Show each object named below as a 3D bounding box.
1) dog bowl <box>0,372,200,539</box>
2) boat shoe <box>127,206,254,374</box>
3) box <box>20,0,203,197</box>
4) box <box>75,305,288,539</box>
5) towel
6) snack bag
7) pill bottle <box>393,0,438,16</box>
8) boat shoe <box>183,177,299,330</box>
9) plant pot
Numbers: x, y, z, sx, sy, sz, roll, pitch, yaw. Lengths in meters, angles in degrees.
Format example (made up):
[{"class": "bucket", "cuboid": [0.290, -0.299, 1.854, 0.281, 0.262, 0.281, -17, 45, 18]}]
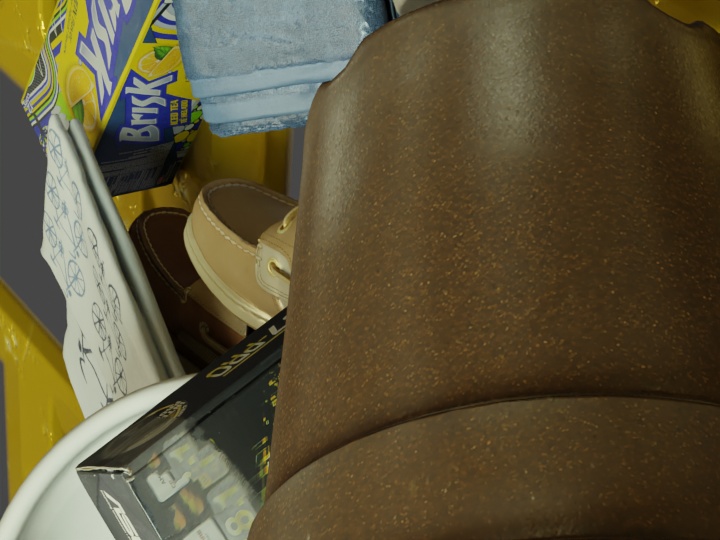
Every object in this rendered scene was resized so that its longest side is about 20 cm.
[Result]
[{"class": "dog bowl", "cuboid": [-0.052, 0.142, 0.774, 0.079, 0.198, 0.202, 144, 108, -81]}, {"class": "boat shoe", "cuboid": [-0.042, 0.029, 0.897, 0.200, 0.075, 0.072, 46, 132, 31]}, {"class": "box", "cuboid": [-0.104, -0.115, 0.933, 0.071, 0.064, 0.200, 62, 147, 19]}, {"class": "box", "cuboid": [0.013, 0.108, 0.695, 0.049, 0.161, 0.201, -7, 115, 59]}, {"class": "towel", "cuboid": [-0.037, -0.157, 0.791, 0.111, 0.048, 0.202, -2, 106, 35]}, {"class": "snack bag", "cuboid": [-0.119, 0.055, 0.944, 0.201, 0.021, 0.190, 103, 147, -53]}, {"class": "pill bottle", "cuboid": [0.016, -0.193, 0.647, 0.112, 0.112, 0.202, -25, 81, 60]}, {"class": "boat shoe", "cuboid": [0.000, 0.000, 0.812, 0.199, 0.073, 0.070, 33, 129, 36]}, {"class": "plant pot", "cuboid": [0.055, 0.038, 0.580, 0.201, 0.198, 0.200, 122, 152, -52]}]
